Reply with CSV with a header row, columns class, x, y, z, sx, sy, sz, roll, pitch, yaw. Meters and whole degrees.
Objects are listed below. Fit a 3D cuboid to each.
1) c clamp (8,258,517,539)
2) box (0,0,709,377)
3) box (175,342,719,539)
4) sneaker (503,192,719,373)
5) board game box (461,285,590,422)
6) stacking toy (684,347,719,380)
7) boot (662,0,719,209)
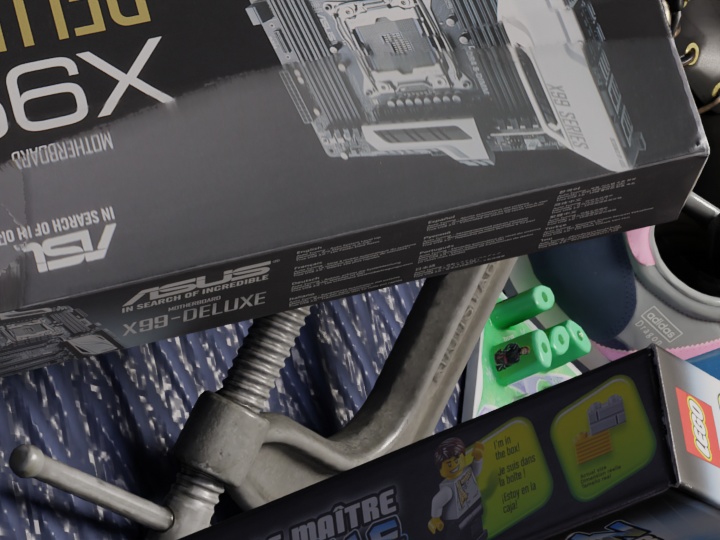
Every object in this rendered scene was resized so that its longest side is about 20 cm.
class,x,y,z,sx,sy,sz,roll,pitch,yaw
c clamp,0.000,0.000,0.783,0.200,0.027,0.171,-61,147,-10
box,-0.029,-0.070,0.723,0.050,0.200,0.158,103,-27,-68
box,0.019,0.082,0.675,0.110,0.200,0.035,27,48,-47
sneaker,0.131,0.019,1.019,0.200,0.082,0.070,36,41,-42
board game box,0.099,0.131,0.945,0.200,0.026,0.200,44,37,-33
stacking toy,0.170,0.106,0.972,0.200,0.116,0.110,44,34,-56
boot,0.105,-0.084,1.022,0.200,0.073,0.151,67,14,1
